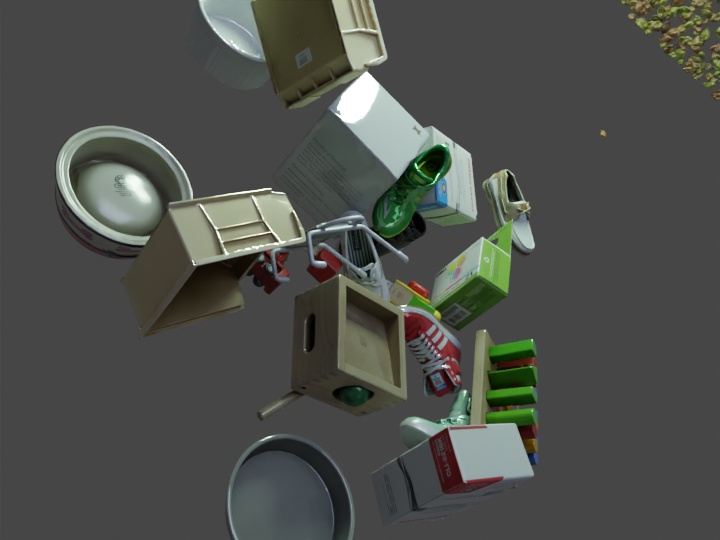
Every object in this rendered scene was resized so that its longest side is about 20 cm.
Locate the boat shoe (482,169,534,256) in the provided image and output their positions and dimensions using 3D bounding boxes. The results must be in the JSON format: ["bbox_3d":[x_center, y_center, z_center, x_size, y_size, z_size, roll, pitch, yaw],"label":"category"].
[{"bbox_3d":[0.342,-0.131,1.652,0.074,0.068,0.202,-9,69,-42],"label":"boat shoe"}]

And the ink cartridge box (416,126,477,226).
[{"bbox_3d":[0.151,-0.177,1.445,0.199,0.083,0.148,16,69,-60],"label":"ink cartridge box"}]

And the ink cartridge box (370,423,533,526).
[{"bbox_3d":[0.131,0.304,1.091,0.143,0.200,0.085,7,54,-36],"label":"ink cartridge box"}]

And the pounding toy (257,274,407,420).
[{"bbox_3d":[-0.040,0.139,1.128,0.183,0.141,0.202,30,47,-39],"label":"pounding toy"}]

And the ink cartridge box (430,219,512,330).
[{"bbox_3d":[0.213,-0.009,1.406,0.075,0.148,0.202,30,46,-18],"label":"ink cartridge box"}]

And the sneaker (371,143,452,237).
[{"bbox_3d":[0.087,-0.148,1.291,0.074,0.084,0.201,36,81,10],"label":"sneaker"}]

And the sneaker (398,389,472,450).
[{"bbox_3d":[0.139,0.249,1.222,0.199,0.073,0.120,30,53,-34],"label":"sneaker"}]

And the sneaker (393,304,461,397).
[{"bbox_3d":[0.111,0.143,1.257,0.199,0.071,0.114,35,43,-37],"label":"sneaker"}]

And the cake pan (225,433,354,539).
[{"bbox_3d":[-0.098,0.326,1.002,0.198,0.037,0.203,21,51,-28],"label":"cake pan"}]

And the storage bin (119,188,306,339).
[{"bbox_3d":[-0.204,-0.012,1.026,0.197,0.200,0.094,-15,69,-44],"label":"storage bin"}]

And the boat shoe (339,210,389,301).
[{"bbox_3d":[0.000,0.000,1.241,0.067,0.073,0.203,-106,178,-86],"label":"boat shoe"}]

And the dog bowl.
[{"bbox_3d":[-0.346,-0.106,1.064,0.198,0.074,0.202,20,51,-27],"label":"dog bowl"}]

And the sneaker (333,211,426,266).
[{"bbox_3d":[0.041,-0.065,1.337,0.199,0.099,0.071,-20,77,-44],"label":"sneaker"}]

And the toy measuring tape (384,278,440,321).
[{"bbox_3d":[0.059,0.034,1.314,0.199,0.074,0.074,33,45,-4],"label":"toy measuring tape"}]

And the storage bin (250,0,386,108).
[{"bbox_3d":[-0.073,-0.403,1.247,0.093,0.199,0.201,-18,93,-43],"label":"storage bin"}]

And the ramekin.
[{"bbox_3d":[-0.227,-0.434,1.366,0.199,0.098,0.203,21,51,-28],"label":"ramekin"}]

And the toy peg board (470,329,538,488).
[{"bbox_3d":[0.271,0.234,1.263,0.200,0.097,0.202,56,33,-39],"label":"toy peg board"}]

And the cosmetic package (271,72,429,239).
[{"bbox_3d":[-0.017,-0.202,1.308,0.166,0.200,0.168,43,43,-7],"label":"cosmetic package"}]

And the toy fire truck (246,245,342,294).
[{"bbox_3d":[-0.137,-0.037,1.208,0.200,0.049,0.141,46,43,-4],"label":"toy fire truck"}]

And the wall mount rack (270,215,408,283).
[{"bbox_3d":[-0.035,-0.026,1.115,0.172,0.199,0.076,-7,83,-35],"label":"wall mount rack"}]
